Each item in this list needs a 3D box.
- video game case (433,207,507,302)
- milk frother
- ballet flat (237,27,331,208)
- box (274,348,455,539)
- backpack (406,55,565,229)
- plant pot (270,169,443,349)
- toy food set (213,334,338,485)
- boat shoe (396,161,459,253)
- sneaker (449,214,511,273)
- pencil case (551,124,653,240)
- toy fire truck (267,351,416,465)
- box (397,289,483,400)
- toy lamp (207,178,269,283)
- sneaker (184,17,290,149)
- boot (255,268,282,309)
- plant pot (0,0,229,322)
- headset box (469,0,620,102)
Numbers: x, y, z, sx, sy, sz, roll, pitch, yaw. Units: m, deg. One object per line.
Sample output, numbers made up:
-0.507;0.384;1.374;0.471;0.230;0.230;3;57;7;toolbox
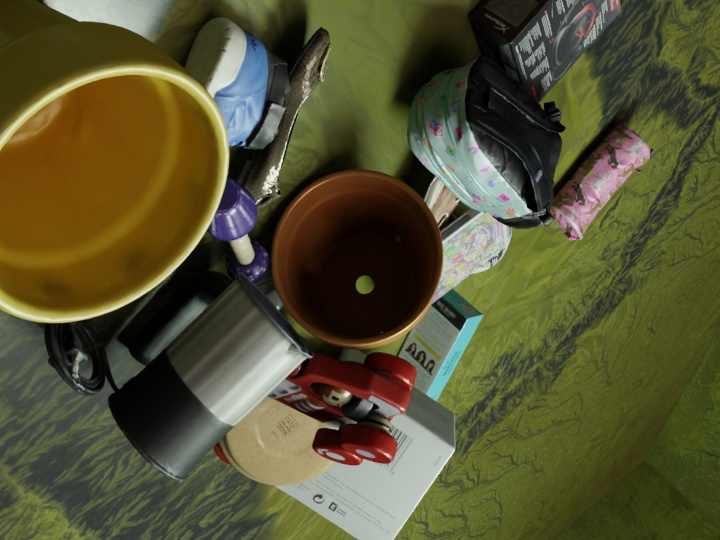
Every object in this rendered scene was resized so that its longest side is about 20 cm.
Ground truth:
0.116;-0.012;1.208;0.198;0.018;0.144;-37;153;-6;video game case
-0.183;0.075;0.896;0.188;0.181;0.200;-43;156;-2;milk frother
-0.071;-0.147;0.904;0.202;0.046;0.068;-61;-178;23;ballet flat
0.006;0.254;1.287;0.202;0.197;0.131;-57;-178;14;box
0.152;-0.156;1.073;0.199;0.125;0.170;34;53;-38;backpack
0.000;0.000;1.062;0.200;0.200;0.140;-44;167;-7;plant pot
-0.100;0.192;1.171;0.199;0.049;0.199;37;98;-22;toy food set
0.085;-0.065;1.173;0.071;0.076;0.202;21;110;-28;boat shoe
0.150;-0.050;1.292;0.198;0.075;0.116;-28;147;-26;sneaker
0.401;-0.148;1.508;0.200;0.086;0.083;-47;-179;-3;pencil case
-0.037;0.143;1.043;0.199;0.166;0.114;-28;-140;61;toy fire truck
0.114;0.131;1.440;0.049;0.082;0.203;-7;130;-50;box
-0.126;-0.040;0.910;0.058;0.058;0.200;-42;169;-11;toy lamp
-0.137;-0.122;0.838;0.110;0.076;0.203;21;101;-48;sneaker
-0.138;0.086;1.046;0.199;0.095;0.074;-38;148;-18;boot
-0.224;-0.100;0.640;0.199;0.189;0.203;-32;146;-25;plant pot
0.240;-0.325;1.107;0.200;0.075;0.149;-48;150;-2;headset box
